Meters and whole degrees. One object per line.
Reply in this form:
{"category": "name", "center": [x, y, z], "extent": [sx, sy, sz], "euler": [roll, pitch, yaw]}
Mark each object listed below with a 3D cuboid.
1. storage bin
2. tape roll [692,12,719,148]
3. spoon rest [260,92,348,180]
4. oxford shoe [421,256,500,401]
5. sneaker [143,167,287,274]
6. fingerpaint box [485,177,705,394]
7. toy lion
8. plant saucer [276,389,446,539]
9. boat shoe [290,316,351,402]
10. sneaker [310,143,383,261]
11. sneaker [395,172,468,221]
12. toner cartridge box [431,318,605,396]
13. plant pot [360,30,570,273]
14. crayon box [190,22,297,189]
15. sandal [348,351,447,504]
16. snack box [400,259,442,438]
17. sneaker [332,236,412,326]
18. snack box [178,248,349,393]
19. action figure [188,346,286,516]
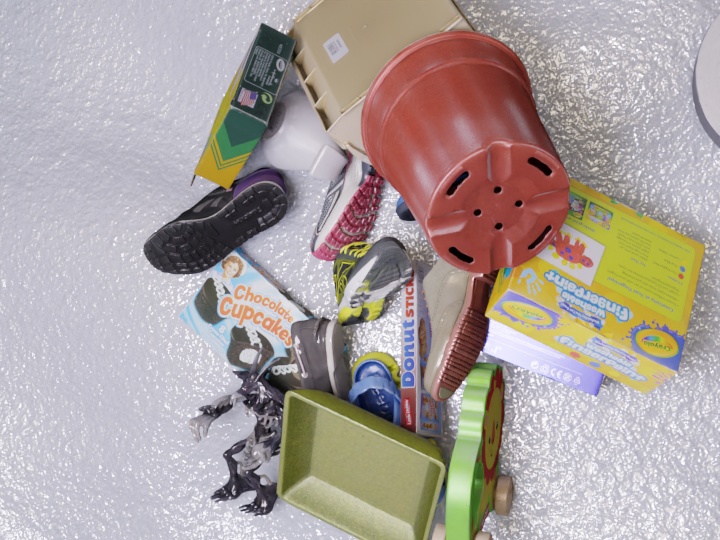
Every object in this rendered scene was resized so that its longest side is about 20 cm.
{"category": "storage bin", "center": [0.028, -0.256, 1.154], "extent": [0.198, 0.094, 0.201], "euler": [-37, 48, 14]}
{"category": "tape roll", "center": [0.467, -0.212, 1.086], "extent": [0.197, 0.066, 0.203], "euler": [0, 90, 17]}
{"category": "spoon rest", "center": [-0.067, -0.155, 1.208], "extent": [0.100, 0.060, 0.200], "euler": [-58, 34, 11]}
{"category": "oxford shoe", "center": [0.101, 0.043, 1.097], "extent": [0.073, 0.071, 0.202], "euler": [13, 78, 30]}
{"category": "sneaker", "center": [-0.181, -0.064, 1.267], "extent": [0.198, 0.088, 0.076], "euler": [-25, 119, 7]}
{"category": "fingerpaint box", "center": [0.254, 0.011, 1.074], "extent": [0.198, 0.073, 0.168], "euler": [25, 61, -4]}
{"category": "toy lion", "center": [0.131, 0.208, 1.116], "extent": [0.068, 0.200, 0.194], "euler": [5, 109, 18]}
{"category": "plant saucer", "center": [0.003, 0.230, 1.152], "extent": [0.198, 0.048, 0.202], "euler": [23, 133, 16]}
{"category": "boat shoe", "center": [-0.047, 0.145, 1.207], "extent": [0.056, 0.067, 0.203], "euler": [4, 118, 16]}
{"category": "sneaker", "center": [-0.013, -0.107, 1.224], "extent": [0.074, 0.080, 0.202], "euler": [22, 88, 30]}
{"category": "sneaker", "center": [0.119, -0.136, 1.192], "extent": [0.199, 0.066, 0.079], "euler": [-35, 69, 13]}
{"category": "toner cartridge box", "center": [0.187, 0.086, 1.148], "extent": [0.198, 0.095, 0.044], "euler": [21, 95, 15]}
{"category": "plant pot", "center": [0.115, -0.112, 1.025], "extent": [0.200, 0.201, 0.196], "euler": [-35, 37, 13]}
{"category": "crayon box", "center": [-0.145, -0.187, 1.204], "extent": [0.050, 0.200, 0.128], "euler": [23, 62, -14]}
{"category": "sandal", "center": [0.038, 0.197, 1.195], "extent": [0.079, 0.087, 0.202], "euler": [-31, 83, 11]}
{"category": "snack box", "center": [0.072, 0.093, 1.172], "extent": [0.024, 0.072, 0.203], "euler": [-6, 75, 28]}
{"category": "sneaker", "center": [0.000, 0.000, 1.164], "extent": [0.074, 0.200, 0.086], "euler": [-13, 71, -21]}
{"category": "snack box", "center": [-0.125, 0.078, 1.268], "extent": [0.200, 0.037, 0.117], "euler": [41, 99, 13]}
{"category": "action figure", "center": [-0.139, 0.201, 1.213], "extent": [0.118, 0.101, 0.203], "euler": [20, 115, 35]}
